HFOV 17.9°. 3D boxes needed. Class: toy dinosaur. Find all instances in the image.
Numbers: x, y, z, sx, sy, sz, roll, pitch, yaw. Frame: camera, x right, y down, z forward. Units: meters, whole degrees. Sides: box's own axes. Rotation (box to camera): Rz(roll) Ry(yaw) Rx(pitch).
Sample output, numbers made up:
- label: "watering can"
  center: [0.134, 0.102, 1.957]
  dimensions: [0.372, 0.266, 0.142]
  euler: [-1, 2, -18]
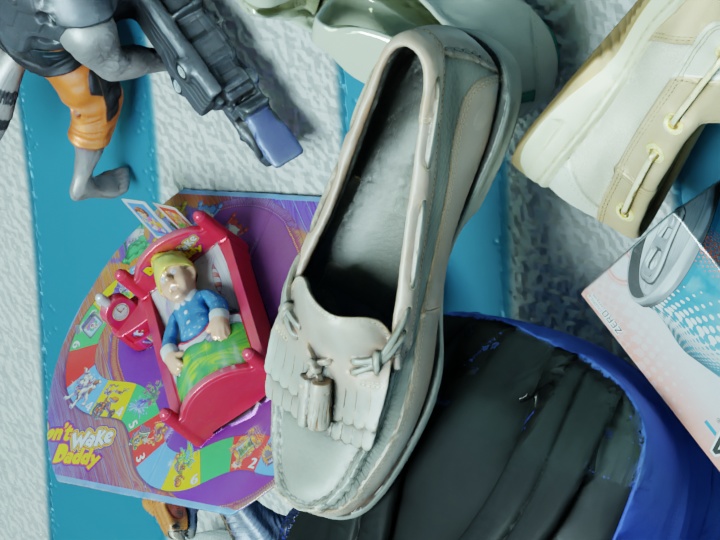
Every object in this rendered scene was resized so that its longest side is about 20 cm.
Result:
- label: "toy dinosaur"
  center: [-0.035, 0.160, 1.072]
  dimensions: [0.181, 0.105, 0.200]
  euler: [37, 137, 3]

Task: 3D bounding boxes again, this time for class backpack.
- label: "backpack"
  center: [0.059, 0.122, 0.949]
  dimensions: [0.162, 0.168, 0.200]
  euler: [22, 93, 33]

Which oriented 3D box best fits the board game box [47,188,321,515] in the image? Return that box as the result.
- label: "board game box"
  center: [-0.079, 0.024, 1.030]
  dimensions: [0.200, 0.158, 0.039]
  euler: [5, 154, 44]

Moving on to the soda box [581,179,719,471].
- label: "soda box"
  center: [0.178, 0.059, 0.868]
  dimensions: [0.200, 0.064, 0.068]
  euler: [52, 138, 7]

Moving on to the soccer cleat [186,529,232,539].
- label: "soccer cleat"
  center: [-0.046, 0.229, 1.179]
  dimensions: [0.086, 0.070, 0.200]
  euler: [-3, 111, 45]

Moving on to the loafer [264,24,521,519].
- label: "loafer"
  center: [0.000, 0.000, 0.871]
  dimensions: [0.072, 0.063, 0.200]
  euler: [23, 99, 29]

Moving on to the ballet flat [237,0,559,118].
- label: "ballet flat"
  center: [-0.010, -0.118, 0.944]
  dimensions: [0.200, 0.069, 0.070]
  euler: [33, 133, 26]

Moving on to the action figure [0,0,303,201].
- label: "action figure"
  center: [-0.125, -0.097, 1.043]
  dimensions: [0.200, 0.105, 0.194]
  euler: [51, 148, 14]

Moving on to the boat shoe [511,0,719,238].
- label: "boat shoe"
  center: [0.133, -0.083, 0.830]
  dimensions: [0.069, 0.074, 0.200]
  euler: [41, 138, 1]
